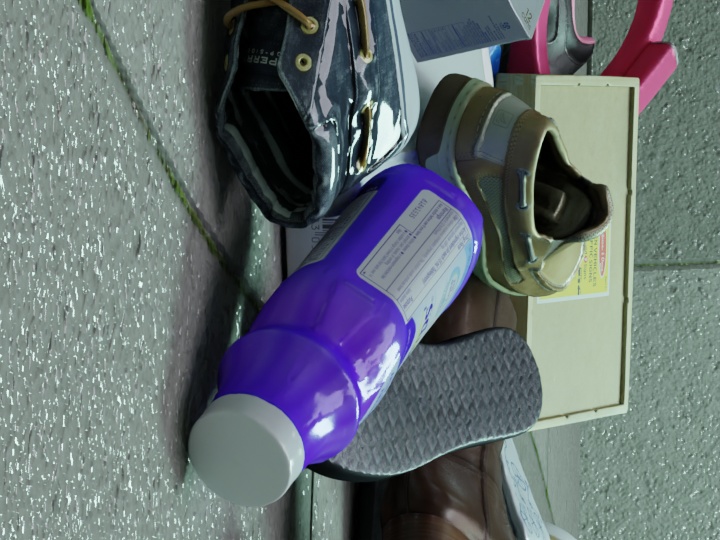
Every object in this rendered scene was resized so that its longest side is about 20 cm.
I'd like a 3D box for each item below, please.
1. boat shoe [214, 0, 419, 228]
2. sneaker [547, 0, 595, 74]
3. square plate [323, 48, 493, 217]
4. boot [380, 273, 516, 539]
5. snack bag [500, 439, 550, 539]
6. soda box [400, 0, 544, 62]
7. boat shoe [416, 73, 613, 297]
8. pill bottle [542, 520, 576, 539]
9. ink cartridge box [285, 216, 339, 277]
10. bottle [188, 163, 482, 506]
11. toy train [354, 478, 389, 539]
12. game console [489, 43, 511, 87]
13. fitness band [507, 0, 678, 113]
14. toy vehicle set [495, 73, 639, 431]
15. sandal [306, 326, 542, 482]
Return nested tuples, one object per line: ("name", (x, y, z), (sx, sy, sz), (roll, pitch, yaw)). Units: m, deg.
("boat shoe", (-0.028, -0.120, 1.126), (0.091, 0.071, 0.200), (-49, 130, -49))
("sneaker", (0.088, -0.188, 1.592), (0.079, 0.095, 0.200), (32, -30, 51))
("square plate", (0.016, -0.135, 1.288), (0.198, 0.028, 0.200), (-16, 98, -62))
("boot", (0.071, 0.099, 1.395), (0.186, 0.064, 0.200), (49, 34, -46))
("snack bag", (0.079, 0.085, 1.587), (0.200, 0.021, 0.189), (53, 19, -75))
("soda box", (0.019, -0.195, 1.206), (0.200, 0.064, 0.068), (59, 36, -33))
("boat shoe", (0.090, -0.030, 1.320), (0.072, 0.076, 0.200), (-70, 156, -11))
("pill bottle", (0.091, 0.273, 1.749), (0.120, 0.120, 0.200), (81, 13, -47))
("ink cartridge box", (0.000, 0.000, 1.390), (0.200, 0.050, 0.161), (-51, 141, -73))
("bottle", (-0.011, 0.029, 1.151), (0.084, 0.065, 0.200), (-59, 176, 37))
("toy train", (0.035, 0.208, 1.536), (0.114, 0.085, 0.200), (43, 49, -62))
("game console", (0.020, -0.108, 1.534), (0.171, 0.118, 0.200), (-54, 168, -16))
("fitness band", (0.142, -0.158, 1.587), (0.200, 0.037, 0.144), (-48, 134, -42))
("toy vehicle set", (0.116, -0.012, 1.512), (0.124, 0.026, 0.200), (-3, 96, -57))
("sandal", (0.015, 0.065, 1.277), (0.200, 0.043, 0.076), (4, 74, -50))
